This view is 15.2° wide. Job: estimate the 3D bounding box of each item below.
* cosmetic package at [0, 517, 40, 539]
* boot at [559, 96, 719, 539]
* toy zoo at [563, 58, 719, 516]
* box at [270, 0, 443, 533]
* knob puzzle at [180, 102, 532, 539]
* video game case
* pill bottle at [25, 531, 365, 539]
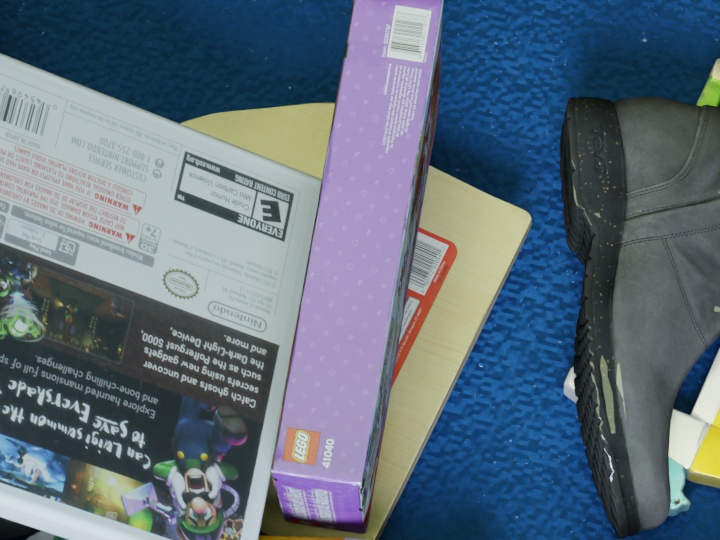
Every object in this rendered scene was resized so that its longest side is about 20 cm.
[{"bbox_3d":[-0.157,0.062,1.152,0.200,0.074,0.102,-13,77,9],"label":"cosmetic package"},{"bbox_3d":[0.157,0.012,1.152,0.131,0.070,0.201,-2,77,-2],"label":"boot"},{"bbox_3d":[0.177,0.018,1.193,0.131,0.020,0.200,23,76,10],"label":"toy zoo"},{"bbox_3d":[0.000,0.000,1.111,0.039,0.137,0.200,9,77,3],"label":"box"},{"bbox_3d":[-0.050,0.017,1.200,0.219,0.030,0.220,-1,76,6],"label":"knob puzzle"},{"bbox_3d":[-0.119,0.013,1.069,0.200,0.023,0.182,21,62,-20],"label":"video game case"},{"bbox_3d":[-0.042,0.165,1.112,0.199,0.113,0.113,2,73,4],"label":"pill bottle"}]
